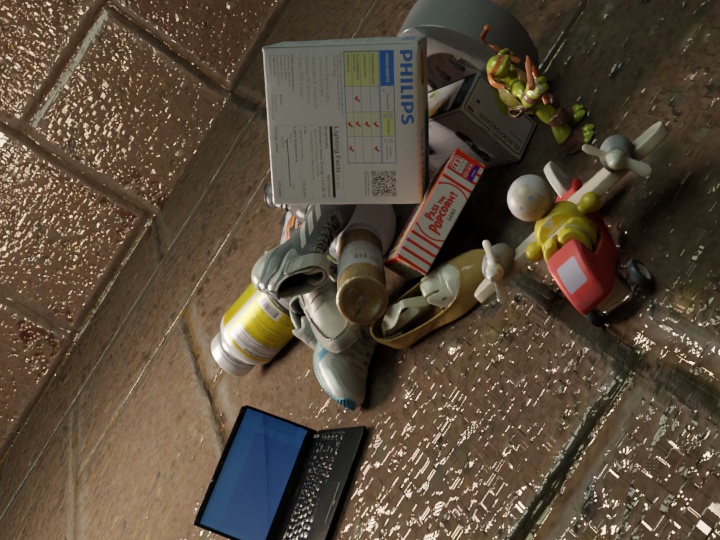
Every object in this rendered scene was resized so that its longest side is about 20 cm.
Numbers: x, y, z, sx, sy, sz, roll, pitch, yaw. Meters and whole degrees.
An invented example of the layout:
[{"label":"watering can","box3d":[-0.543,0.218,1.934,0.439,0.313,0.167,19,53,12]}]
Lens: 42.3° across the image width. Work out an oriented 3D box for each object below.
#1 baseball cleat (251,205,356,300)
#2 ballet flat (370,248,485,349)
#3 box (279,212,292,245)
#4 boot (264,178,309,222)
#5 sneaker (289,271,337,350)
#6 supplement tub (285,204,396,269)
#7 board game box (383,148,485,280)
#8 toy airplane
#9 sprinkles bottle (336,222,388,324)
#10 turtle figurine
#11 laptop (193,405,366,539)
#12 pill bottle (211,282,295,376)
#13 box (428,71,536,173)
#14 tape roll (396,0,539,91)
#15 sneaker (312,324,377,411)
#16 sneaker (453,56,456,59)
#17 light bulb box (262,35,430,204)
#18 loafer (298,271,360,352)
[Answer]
[{"label":"baseball cleat","box3d":[-0.055,-0.032,1.254,0.200,0.070,0.106,-47,44,-16]},{"label":"ballet flat","box3d":[0.084,0.040,1.152,0.200,0.062,0.070,-44,53,37]},{"label":"box","box3d":[-0.115,-0.079,1.708,0.203,0.039,0.138,-84,14,-46]},{"label":"boot","box3d":[-0.049,-0.158,1.368,0.200,0.070,0.131,-47,49,-14]},{"label":"sneaker","box3d":[-0.067,0.049,1.427,0.076,0.091,0.201,-49,23,20]},{"label":"supplement tub","box3d":[-0.038,-0.065,1.473,0.199,0.121,0.124,-9,52,62]},{"label":"board game box","box3d":[0.092,-0.066,1.217,0.154,0.046,0.200,-60,1,-5]},{"label":"toy airplane","box3d":[0.203,-0.056,0.931,0.203,0.140,0.198,-63,22,-12]},{"label":"sprinkles bottle","box3d":[0.000,0.000,1.243,0.069,0.068,0.201,-50,15,17]},{"label":"turtle figurine","box3d":[0.202,-0.203,1.093,0.065,0.160,0.201,-50,24,14]},{"label":"laptop","box3d":[-0.106,0.270,1.215,0.199,0.102,0.180,-20,44,57]},{"label":"pill bottle","box3d":[-0.163,0.084,1.559,0.200,0.111,0.114,-45,25,27]},{"label":"box","box3d":[0.137,-0.195,1.284,0.061,0.116,0.199,-60,21,-15]},{"label":"tape roll","box3d":[0.142,-0.284,1.270,0.199,0.199,0.067,-14,44,59]},{"label":"sneaker","box3d":[-0.013,0.101,1.274,0.080,0.076,0.202,-38,32,27]},{"label":"sneaker","box3d":[0.128,-0.291,1.497,0.201,0.074,0.082,-96,29,-59]},{"label":"light bulb box","box3d":[-0.012,-0.194,1.196,0.125,0.195,0.203,-60,-31,-70]},{"label":"loafer","box3d":[-0.052,0.043,1.261,0.070,0.070,0.200,-38,30,0]}]
